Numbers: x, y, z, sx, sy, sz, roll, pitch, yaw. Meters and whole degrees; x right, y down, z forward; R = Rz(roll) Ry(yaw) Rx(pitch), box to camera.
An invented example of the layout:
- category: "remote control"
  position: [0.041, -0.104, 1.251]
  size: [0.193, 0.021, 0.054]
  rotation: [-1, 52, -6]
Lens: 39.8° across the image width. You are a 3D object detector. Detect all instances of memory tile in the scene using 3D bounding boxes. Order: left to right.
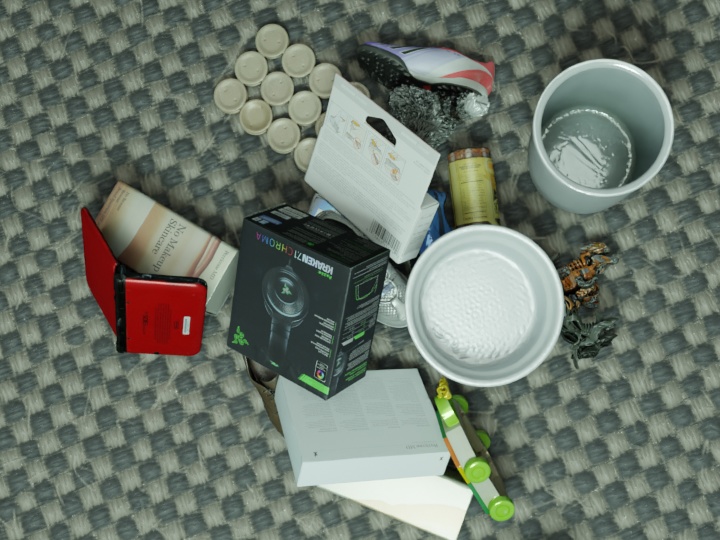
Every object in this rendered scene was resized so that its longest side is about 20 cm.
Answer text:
- category: "memory tile"
  position: [-0.099, -0.247, 1.434]
  size: [0.199, 0.017, 0.154]
  rotation: [37, 90, 7]

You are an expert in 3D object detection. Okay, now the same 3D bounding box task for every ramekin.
- category: "ramekin"
  position: [0.154, 0.046, 1.277]
  size: [0.199, 0.098, 0.202]
  rotation: [0, 85, 1]

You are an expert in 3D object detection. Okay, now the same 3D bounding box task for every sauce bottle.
- category: "sauce bottle"
  position: [0.161, -0.067, 1.371]
  size: [0.065, 0.066, 0.202]
  rotation: [-7, 87, 5]

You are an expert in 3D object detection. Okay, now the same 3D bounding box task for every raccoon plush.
- category: "raccoon plush"
  position: [0.078, -0.173, 1.335]
  size: [0.096, 0.200, 0.135]
  rotation: [20, 86, -20]

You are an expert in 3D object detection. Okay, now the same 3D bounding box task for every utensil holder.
- category: "utensil holder"
  position: [0.301, -0.164, 1.296]
  size: [0.168, 0.200, 0.172]
  rotation: [0, 84, 5]

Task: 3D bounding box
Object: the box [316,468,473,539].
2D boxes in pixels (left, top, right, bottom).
- category: "box"
  position: [0.049, 0.285, 1.337]
  size: [0.199, 0.095, 0.078]
  rotation: [20, 89, 8]

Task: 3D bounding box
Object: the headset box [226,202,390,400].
- category: "headset box"
  position: [-0.071, 0.043, 1.269]
  size: [0.173, 0.093, 0.201]
  rotation: [25, 119, 27]

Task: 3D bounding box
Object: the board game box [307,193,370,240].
- category: "board game box"
  position: [-0.038, 0.007, 1.397]
  size: [0.125, 0.035, 0.201]
  rotation: [20, 87, 6]

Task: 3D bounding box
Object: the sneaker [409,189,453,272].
- category: "sneaker"
  position: [0.107, -0.012, 1.371]
  size: [0.078, 0.066, 0.202]
  rotation: [-10, 92, -19]

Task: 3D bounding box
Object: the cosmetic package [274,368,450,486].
- category: "cosmetic package"
  position: [0.000, 0.200, 1.292]
  size: [0.198, 0.151, 0.052]
  rotation: [0, 127, -19]

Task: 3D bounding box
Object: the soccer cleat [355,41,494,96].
- category: "soccer cleat"
  position: [0.092, -0.287, 1.402]
  size: [0.199, 0.068, 0.074]
  rotation: [20, 64, 11]

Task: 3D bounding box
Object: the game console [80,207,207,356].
- category: "game console"
  position: [-0.295, 0.019, 1.353]
  size: [0.171, 0.200, 0.120]
  rotation: [4, 58, -10]

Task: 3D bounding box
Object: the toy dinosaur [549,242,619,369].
- category: "toy dinosaur"
  position: [0.277, 0.055, 1.350]
  size: [0.136, 0.102, 0.200]
  rotation: [47, 109, 22]

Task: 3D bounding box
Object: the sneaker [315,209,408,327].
- category: "sneaker"
  position: [0.000, 0.000, 1.335]
  size: [0.200, 0.082, 0.075]
  rotation: [44, 89, 6]

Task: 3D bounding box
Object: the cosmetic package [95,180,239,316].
- category: "cosmetic package"
  position: [-0.269, -0.030, 1.396]
  size: [0.199, 0.087, 0.104]
  rotation: [29, 87, 7]

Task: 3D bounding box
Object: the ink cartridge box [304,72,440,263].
- category: "ink cartridge box"
  position: [0.022, -0.138, 1.314]
  size: [0.200, 0.045, 0.177]
  rotation: [42, 131, 27]

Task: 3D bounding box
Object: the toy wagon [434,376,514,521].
- category: "toy wagon"
  position: [0.138, 0.223, 1.277]
  size: [0.039, 0.155, 0.201]
  rotation: [-29, 114, 8]

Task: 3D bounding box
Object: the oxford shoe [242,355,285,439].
- category: "oxford shoe"
  position: [-0.110, 0.171, 1.367]
  size: [0.072, 0.084, 0.201]
  rotation: [-34, 84, 0]
